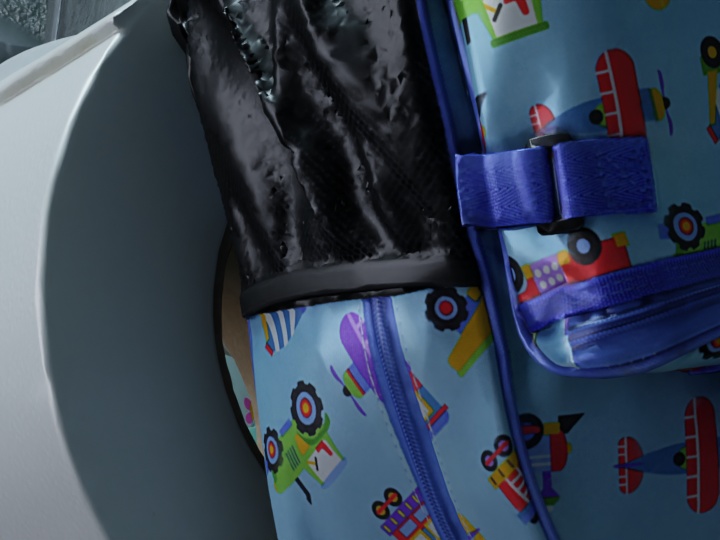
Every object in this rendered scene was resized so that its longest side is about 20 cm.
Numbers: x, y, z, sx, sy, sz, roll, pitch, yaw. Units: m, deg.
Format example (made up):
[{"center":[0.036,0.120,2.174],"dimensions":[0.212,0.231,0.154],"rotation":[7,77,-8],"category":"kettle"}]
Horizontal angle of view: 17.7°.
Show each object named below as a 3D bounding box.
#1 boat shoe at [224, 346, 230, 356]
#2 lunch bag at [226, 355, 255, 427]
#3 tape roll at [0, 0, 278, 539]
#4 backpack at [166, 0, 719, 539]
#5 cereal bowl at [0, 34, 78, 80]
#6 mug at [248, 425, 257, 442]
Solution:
[{"center":[0.000,0.000,0.789],"dimensions":[0.199,0.062,0.075],"rotation":[16,66,39],"category":"boat shoe"},{"center":[-0.014,-0.027,0.950],"dimensions":[0.200,0.121,0.171],"rotation":[-97,21,-65],"category":"lunch bag"},{"center":[-0.029,0.031,0.598],"dimensions":[0.139,0.202,0.204],"rotation":[-22,57,50],"category":"tape roll"},{"center":[0.064,0.008,0.503],"dimensions":[0.134,0.182,0.201],"rotation":[-16,81,51],"category":"backpack"},{"center":[-0.098,-0.031,1.122],"dimensions":[0.200,0.199,0.084],"rotation":[124,150,-59],"category":"cereal bowl"},{"center":[-0.027,0.155,0.776],"dimensions":[0.185,0.152,0.115],"rotation":[-49,46,13],"category":"mug"}]
